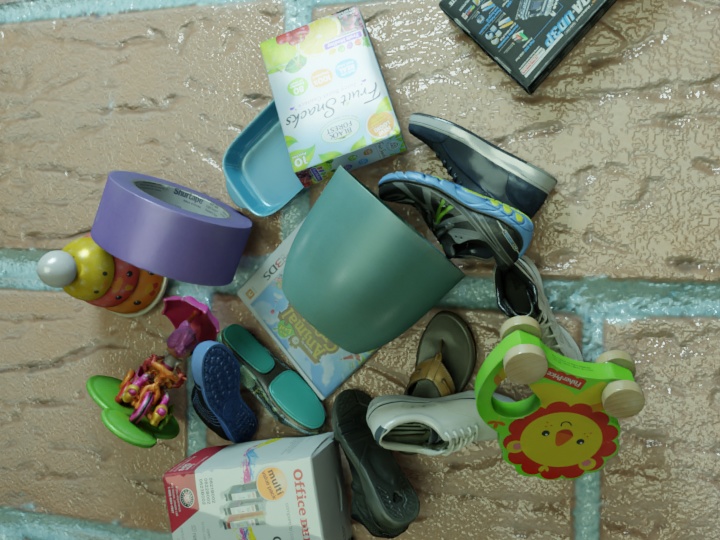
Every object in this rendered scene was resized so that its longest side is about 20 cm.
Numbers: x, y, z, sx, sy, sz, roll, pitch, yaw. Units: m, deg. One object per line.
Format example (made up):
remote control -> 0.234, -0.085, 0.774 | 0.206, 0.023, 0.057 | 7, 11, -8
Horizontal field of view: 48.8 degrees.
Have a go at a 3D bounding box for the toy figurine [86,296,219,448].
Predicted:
toy figurine -> -0.272, 0.124, 1.103 | 0.149, 0.200, 0.185 | 32, 93, -14

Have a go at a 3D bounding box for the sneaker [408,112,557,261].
sneaker -> 0.120, -0.097, 0.986 | 0.201, 0.077, 0.147 | 32, 100, 15

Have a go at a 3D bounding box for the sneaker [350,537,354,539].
sneaker -> -0.064, 0.457, 1.083 | 0.075, 0.077, 0.203 | 14, 97, 19

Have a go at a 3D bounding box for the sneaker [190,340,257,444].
sneaker -> -0.202, 0.164, 1.080 | 0.077, 0.070, 0.202 | 20, 140, 29

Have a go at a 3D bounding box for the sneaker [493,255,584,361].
sneaker -> 0.203, 0.078, 0.942 | 0.075, 0.115, 0.203 | -26, 84, 19

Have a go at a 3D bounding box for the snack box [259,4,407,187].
snack box -> -0.037, -0.223, 1.009 | 0.141, 0.053, 0.202 | -19, 68, 8

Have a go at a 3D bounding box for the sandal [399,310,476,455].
sandal -> 0.086, 0.151, 1.023 | 0.081, 0.054, 0.202 | 30, 103, 17

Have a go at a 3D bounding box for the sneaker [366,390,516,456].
sneaker -> 0.107, 0.196, 0.975 | 0.197, 0.071, 0.074 | -1, 121, -6

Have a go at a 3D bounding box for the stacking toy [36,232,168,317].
stacking toy -> -0.377, 0.001, 1.114 | 0.144, 0.200, 0.148 | 1, 93, 21

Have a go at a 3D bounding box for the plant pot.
plant pot -> 0.000, 0.000, 0.957 | 0.200, 0.200, 0.161 | 43, 96, 14

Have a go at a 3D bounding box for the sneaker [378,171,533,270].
sneaker -> 0.100, -0.060, 0.921 | 0.198, 0.071, 0.084 | 27, 101, 23

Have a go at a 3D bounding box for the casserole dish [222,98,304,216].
casserole dish -> -0.102, -0.163, 1.088 | 0.200, 0.039, 0.122 | -41, 79, 18

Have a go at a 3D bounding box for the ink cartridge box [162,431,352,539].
ink cartridge box -> -0.125, 0.303, 1.021 | 0.197, 0.145, 0.147 | -10, 88, 10

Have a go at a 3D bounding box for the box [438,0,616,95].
box -> 0.216, -0.343, 0.954 | 0.159, 0.046, 0.200 | 46, 107, 13

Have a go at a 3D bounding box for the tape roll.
tape roll -> -0.251, -0.058, 1.063 | 0.198, 0.200, 0.086 | 25, 101, 18

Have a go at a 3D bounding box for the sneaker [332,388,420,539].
sneaker -> 0.007, 0.261, 1.045 | 0.201, 0.075, 0.115 | 61, 149, 30

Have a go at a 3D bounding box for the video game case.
video game case -> -0.052, 0.044, 1.088 | 0.182, 0.022, 0.200 | -45, 78, 17

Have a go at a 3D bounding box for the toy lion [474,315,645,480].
toy lion -> 0.219, 0.165, 0.922 | 0.198, 0.069, 0.193 | 20, 124, -11

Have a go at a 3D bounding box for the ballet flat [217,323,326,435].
ballet flat -> -0.127, 0.160, 1.106 | 0.200, 0.074, 0.074 | 46, 107, 15
